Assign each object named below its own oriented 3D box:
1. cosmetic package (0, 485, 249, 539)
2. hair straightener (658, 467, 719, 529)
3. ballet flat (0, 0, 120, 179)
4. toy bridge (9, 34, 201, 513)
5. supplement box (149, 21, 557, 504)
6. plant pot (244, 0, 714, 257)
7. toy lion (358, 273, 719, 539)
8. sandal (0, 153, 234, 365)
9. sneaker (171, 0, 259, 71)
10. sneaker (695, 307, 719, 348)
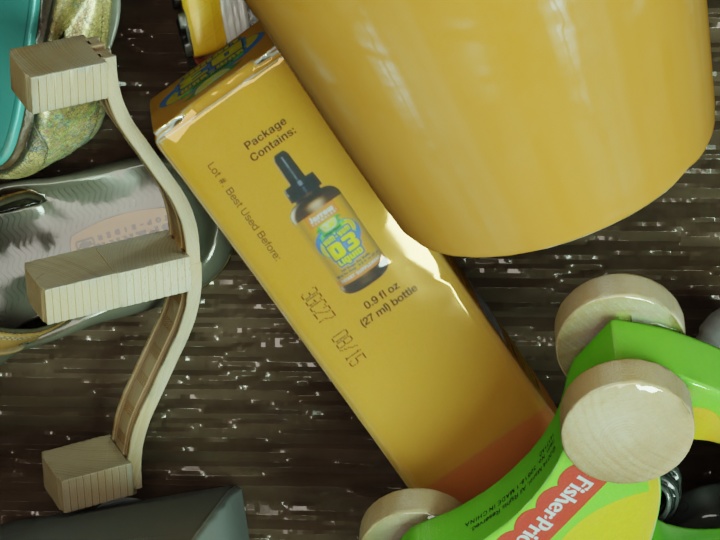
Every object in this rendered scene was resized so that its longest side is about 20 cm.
[{"bbox_3d":[-0.099,0.139,1.133,0.106,0.200,0.091,-9,90,6],"label":"cosmetic package"},{"bbox_3d":[0.082,0.110,1.149,0.199,0.077,0.041,-25,50,28],"label":"hair straightener"},{"bbox_3d":[-0.115,-0.132,1.170,0.070,0.071,0.201,14,113,3],"label":"ballet flat"},{"bbox_3d":[-0.096,0.003,1.168,0.067,0.027,0.201,-14,122,-21],"label":"toy bridge"},{"bbox_3d":[0.000,0.000,1.160,0.066,0.069,0.200,-34,109,5],"label":"supplement box"},{"bbox_3d":[0.041,-0.114,1.057,0.199,0.200,0.184,-19,118,4],"label":"plant pot"},{"bbox_3d":[0.108,0.120,1.108,0.191,0.069,0.200,29,122,-20],"label":"toy lion"},{"bbox_3d":[-0.144,0.008,1.195,0.199,0.055,0.082,-17,93,-2],"label":"sandal"},{"bbox_3d":[-0.046,-0.172,1.186,0.082,0.078,0.201,-11,99,-3],"label":"sneaker"},{"bbox_3d":[0.168,0.115,1.177,0.084,0.073,0.201,-28,92,2],"label":"sneaker"}]
